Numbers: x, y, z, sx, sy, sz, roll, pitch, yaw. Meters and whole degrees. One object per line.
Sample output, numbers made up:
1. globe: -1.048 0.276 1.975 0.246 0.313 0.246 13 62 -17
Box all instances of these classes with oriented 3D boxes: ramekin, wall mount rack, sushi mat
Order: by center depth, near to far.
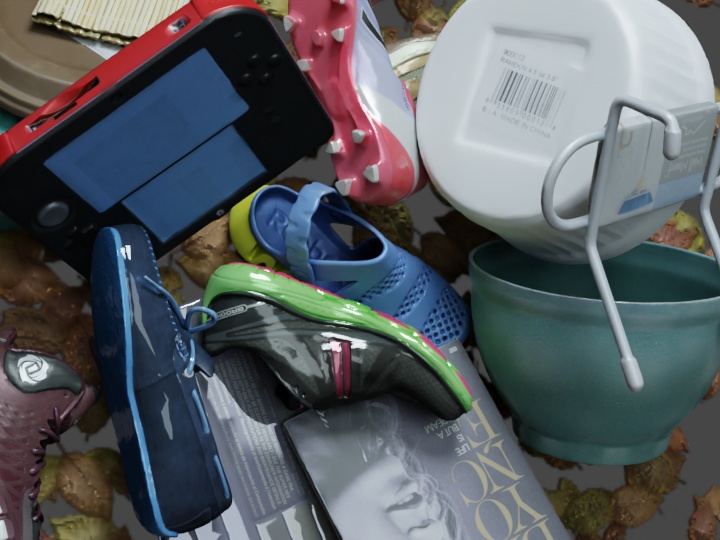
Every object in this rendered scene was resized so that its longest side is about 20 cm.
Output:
1. wall mount rack: 0.201 -0.030 0.782 0.198 0.074 0.176 -15 123 -34
2. ramekin: 0.133 -0.111 0.867 0.097 0.199 0.203 12 70 -51
3. sushi mat: -0.159 -0.222 0.873 0.095 0.012 0.201 12 45 -6

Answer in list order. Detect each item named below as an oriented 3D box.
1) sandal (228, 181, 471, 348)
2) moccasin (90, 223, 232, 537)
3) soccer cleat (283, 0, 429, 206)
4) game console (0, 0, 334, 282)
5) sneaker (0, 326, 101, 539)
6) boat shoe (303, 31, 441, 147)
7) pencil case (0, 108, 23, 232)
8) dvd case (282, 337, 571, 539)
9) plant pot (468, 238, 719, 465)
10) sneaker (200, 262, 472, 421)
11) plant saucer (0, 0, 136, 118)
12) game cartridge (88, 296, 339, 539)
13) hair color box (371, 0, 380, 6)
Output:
1. sandal: 0.000 0.000 0.907 0.199 0.087 0.080 30 66 -16
2. moccasin: -0.129 0.068 0.814 0.068 0.080 0.203 -11 96 -28
3. soccer cleat: -0.001 -0.145 0.895 0.076 0.066 0.202 -8 82 -51
4. game console: -0.122 -0.076 0.796 0.199 0.177 0.031 -34 58 1
5. sneaker: -0.206 0.125 0.795 0.115 0.076 0.202 -24 87 -29
6. boat shoe: 0.020 -0.127 0.957 0.198 0.072 0.077 -18 83 -14
7. pencil case: -0.209 -0.075 0.831 0.198 0.092 0.086 -20 85 -27
8. dvd case: 0.055 0.163 0.865 0.148 0.016 0.201 -23 75 -22
9. plant pot: 0.175 0.061 0.923 0.198 0.200 0.136 -4 105 -24
10. sneaker: -0.018 0.061 0.858 0.198 0.077 0.085 22 91 -2
11. plant saucer: -0.174 -0.167 0.848 0.198 0.030 0.201 7 46 -7
12. game cartridge: -0.095 0.120 0.866 0.129 0.038 0.202 -18 85 -30
13. hair color box: 0.041 -0.304 1.010 0.199 0.064 0.111 -37 93 -25
